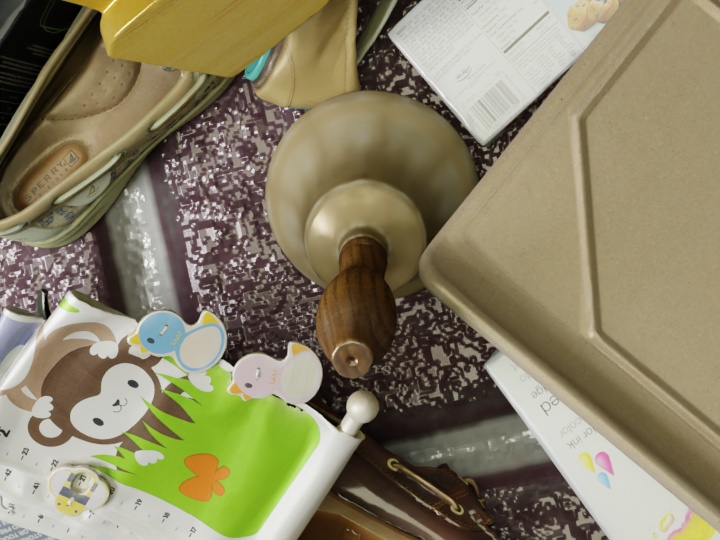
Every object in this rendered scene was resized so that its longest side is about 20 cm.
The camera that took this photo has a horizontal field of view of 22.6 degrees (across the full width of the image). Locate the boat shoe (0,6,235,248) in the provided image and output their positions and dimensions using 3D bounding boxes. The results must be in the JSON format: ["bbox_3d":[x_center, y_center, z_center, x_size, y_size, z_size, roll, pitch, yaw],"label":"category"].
[{"bbox_3d":[-0.112,-0.093,0.864,0.073,0.063,0.201,36,96,8],"label":"boat shoe"}]

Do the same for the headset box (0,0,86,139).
[{"bbox_3d":[-0.241,-0.127,0.871,0.174,0.093,0.201,38,98,7],"label":"headset box"}]

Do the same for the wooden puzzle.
[{"bbox_3d":[0.150,-0.015,0.749,0.185,0.037,0.200,39,81,4],"label":"wooden puzzle"}]

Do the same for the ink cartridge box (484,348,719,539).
[{"bbox_3d":[0.172,0.077,0.808,0.145,0.087,0.201,-36,87,8],"label":"ink cartridge box"}]

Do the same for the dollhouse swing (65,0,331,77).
[{"bbox_3d":[-0.099,-0.214,0.758,0.181,0.175,0.201,-35,54,23],"label":"dollhouse swing"}]

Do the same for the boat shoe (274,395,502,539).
[{"bbox_3d":[0.024,0.117,0.845,0.199,0.071,0.071,33,56,2],"label":"boat shoe"}]

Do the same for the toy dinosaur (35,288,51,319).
[{"bbox_3d":[-0.168,0.091,0.869,0.199,0.102,0.136,30,114,-13],"label":"toy dinosaur"}]

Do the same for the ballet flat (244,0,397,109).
[{"bbox_3d":[-0.001,-0.173,0.851,0.062,0.069,0.202,14,99,-13],"label":"ballet flat"}]

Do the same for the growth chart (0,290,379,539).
[{"bbox_3d":[-0.104,0.071,0.750,0.198,0.018,0.146,17,120,-10],"label":"growth chart"}]

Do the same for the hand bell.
[{"bbox_3d":[0.000,0.000,0.767,0.103,0.200,0.105,1,111,3],"label":"hand bell"}]

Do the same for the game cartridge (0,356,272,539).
[{"bbox_3d":[-0.137,0.113,0.806,0.198,0.042,0.134,-21,123,13],"label":"game cartridge"}]

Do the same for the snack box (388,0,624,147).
[{"bbox_3d":[0.109,-0.151,0.844,0.200,0.024,0.072,-42,84,8],"label":"snack box"}]
